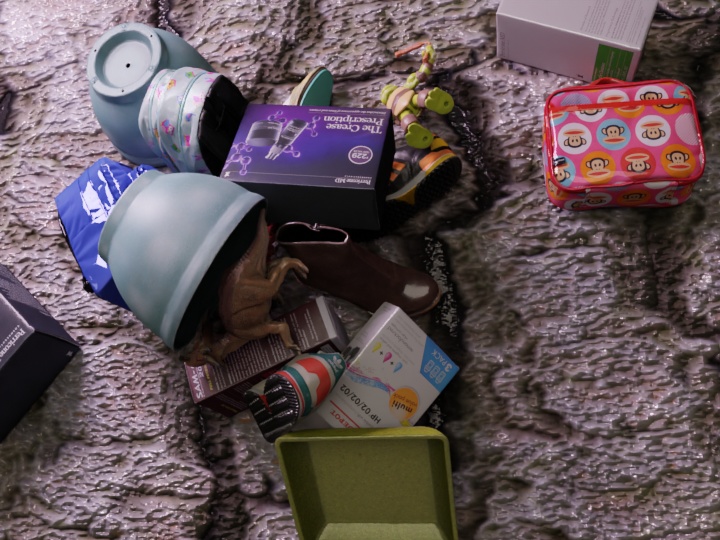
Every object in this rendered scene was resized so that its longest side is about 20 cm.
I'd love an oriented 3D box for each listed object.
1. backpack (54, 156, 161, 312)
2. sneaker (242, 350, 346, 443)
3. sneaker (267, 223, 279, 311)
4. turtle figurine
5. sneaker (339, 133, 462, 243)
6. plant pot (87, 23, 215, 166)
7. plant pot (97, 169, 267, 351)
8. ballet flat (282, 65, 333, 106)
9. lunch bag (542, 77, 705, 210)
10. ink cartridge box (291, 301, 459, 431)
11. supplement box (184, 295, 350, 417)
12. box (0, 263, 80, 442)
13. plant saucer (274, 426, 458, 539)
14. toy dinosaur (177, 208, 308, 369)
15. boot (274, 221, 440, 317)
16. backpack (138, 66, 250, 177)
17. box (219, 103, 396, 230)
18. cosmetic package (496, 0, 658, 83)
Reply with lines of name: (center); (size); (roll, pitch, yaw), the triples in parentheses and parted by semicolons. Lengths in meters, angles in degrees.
backpack: (-0.311, -0.058, 0.987); (0.167, 0.163, 0.201); (-41, 61, -1)
sneaker: (-0.074, 0.143, 0.833); (0.092, 0.200, 0.071); (-27, 82, -27)
sneaker: (-0.157, -0.039, 0.969); (0.095, 0.071, 0.207); (5, 85, -11)
turtle figurine: (0.059, -0.222, 0.991); (0.200, 0.064, 0.162); (-46, 35, 5)
sneaker: (0.041, -0.118, 0.986); (0.197, 0.070, 0.091); (-32, 55, 0)
plant pot: (-0.323, -0.279, 1.062); (0.194, 0.134, 0.206); (-3, 72, 10)
plant pot: (-0.213, -0.031, 0.815); (0.132, 0.200, 0.203); (31, 81, -1)
ballet flat: (-0.095, -0.209, 1.039); (0.069, 0.071, 0.205); (10, 76, 14)
lunch bag: (0.338, -0.175, 0.932); (0.194, 0.082, 0.181); (-3, 69, 9)
ink cartridge box: (0.013, 0.155, 0.875); (0.115, 0.068, 0.201); (42, 84, -13)
supplement box: (-0.114, 0.115, 0.917); (0.196, 0.109, 0.062); (-26, 66, 2)
box: (-0.546, 0.112, 1.002); (0.195, 0.124, 0.201); (38, 84, 17)
plant saucer: (0.014, 0.255, 0.833); (0.194, 0.204, 0.048); (-3, 29, 10)
toy dinosaur: (-0.138, 0.038, 0.813); (0.133, 0.205, 0.086); (-6, 28, -30)
boot: (0.000, 0.000, 0.896); (0.194, 0.167, 0.074); (7, 71, 14)
backpack: (-0.212, -0.188, 0.981); (0.123, 0.200, 0.171); (7, 75, 13)
box: (-0.062, -0.134, 0.900); (0.194, 0.080, 0.144); (4, 56, 11)
cosmetic package: (0.291, -0.331, 0.971); (0.196, 0.108, 0.087); (20, 78, 18)
